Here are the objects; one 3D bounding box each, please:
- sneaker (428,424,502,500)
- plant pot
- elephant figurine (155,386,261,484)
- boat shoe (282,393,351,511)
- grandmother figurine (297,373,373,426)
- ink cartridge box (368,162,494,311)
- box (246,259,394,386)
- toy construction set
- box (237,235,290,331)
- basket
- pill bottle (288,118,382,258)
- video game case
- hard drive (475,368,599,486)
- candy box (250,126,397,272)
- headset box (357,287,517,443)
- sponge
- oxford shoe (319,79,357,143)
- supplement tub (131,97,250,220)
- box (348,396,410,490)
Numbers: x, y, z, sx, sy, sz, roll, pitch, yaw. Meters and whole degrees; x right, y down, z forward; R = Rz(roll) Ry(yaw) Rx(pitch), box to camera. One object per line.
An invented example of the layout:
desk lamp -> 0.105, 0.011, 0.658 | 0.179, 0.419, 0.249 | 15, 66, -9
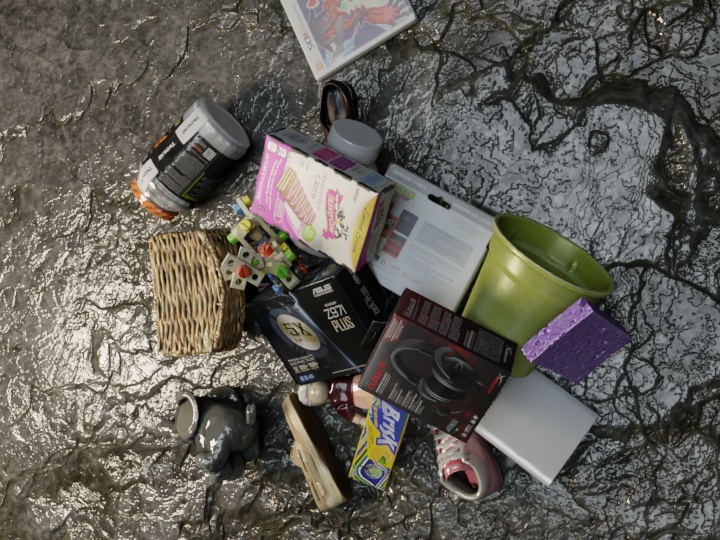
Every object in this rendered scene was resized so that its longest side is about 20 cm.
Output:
sneaker -> 0.146, 0.264, 1.381 | 0.075, 0.104, 0.201 | -34, 79, 23
plant pot -> 0.239, 0.048, 1.311 | 0.200, 0.200, 0.185 | 35, 114, 17
elephant figurine -> -0.270, 0.259, 1.537 | 0.155, 0.142, 0.200 | -43, 57, -13
boat shoe -> -0.088, 0.304, 1.489 | 0.064, 0.071, 0.201 | -29, 82, 18
grandmother figurine -> -0.009, 0.196, 1.466 | 0.198, 0.061, 0.123 | -4, 81, 18
ink cartridge box -> 0.097, -0.045, 1.395 | 0.199, 0.084, 0.177 | 30, 98, 11
box -> -0.052, 0.078, 1.404 | 0.199, 0.086, 0.165 | -17, 110, 39
toy construction set -> -0.150, -0.030, 1.356 | 0.092, 0.200, 0.131 | -35, 112, 14
box -> -0.214, 0.025, 1.548 | 0.198, 0.044, 0.162 | -3, 90, 21
basket -> -0.242, 0.033, 1.454 | 0.141, 0.149, 0.202 | -6, 87, 24
pill bottle -> -0.037, -0.129, 1.394 | 0.112, 0.112, 0.201 | 36, 125, 17
video game case -> -0.026, -0.444, 1.482 | 0.199, 0.023, 0.184 | -27, 81, 19
hard drive -> 0.242, 0.213, 1.359 | 0.199, 0.027, 0.132 | 36, 77, 17
candy box -> -0.058, -0.106, 1.309 | 0.199, 0.061, 0.137 | 28, 123, 19
headset box -> 0.099, 0.131, 1.264 | 0.199, 0.077, 0.150 | 27, 124, 0
sponge -> 0.311, 0.103, 1.267 | 0.111, 0.200, 0.030 | -42, 58, 15
oxford shoe -> -0.033, -0.211, 1.454 | 0.072, 0.084, 0.202 | -15, 91, 16
supplement tub -> -0.295, -0.188, 1.536 | 0.200, 0.122, 0.123 | -43, 77, 15
box -> 0.040, 0.243, 1.398 | 0.064, 0.070, 0.201 | 19, 121, 8
